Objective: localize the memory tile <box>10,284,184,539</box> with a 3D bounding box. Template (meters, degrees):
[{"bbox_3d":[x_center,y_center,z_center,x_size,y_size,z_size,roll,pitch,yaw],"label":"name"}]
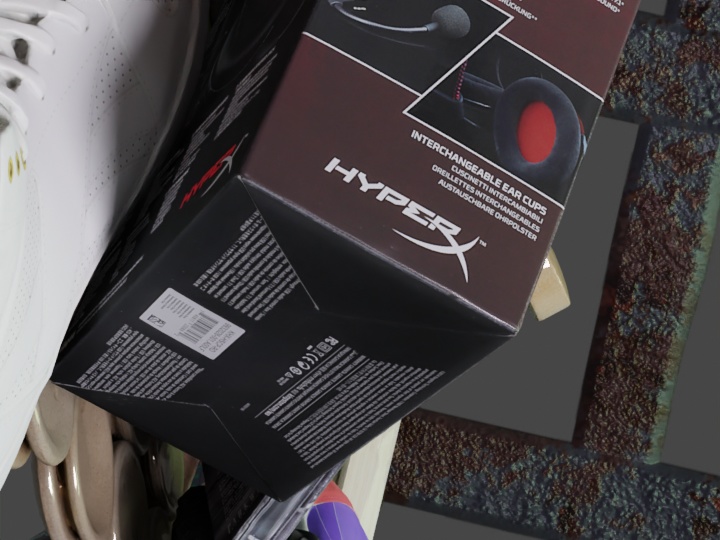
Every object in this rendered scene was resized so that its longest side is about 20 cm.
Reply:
[{"bbox_3d":[-0.078,0.021,0.760,0.200,0.017,0.154,75,11,-60],"label":"memory tile"}]

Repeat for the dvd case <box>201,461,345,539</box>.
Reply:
[{"bbox_3d":[0.000,0.000,0.777,0.149,0.016,0.200,-53,-166,7],"label":"dvd case"}]

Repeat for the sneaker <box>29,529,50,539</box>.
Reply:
[{"bbox_3d":[-0.102,0.175,0.852,0.079,0.075,0.201,-71,172,-69],"label":"sneaker"}]

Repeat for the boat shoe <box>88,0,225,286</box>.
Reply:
[{"bbox_3d":[-0.046,-0.077,0.753,0.072,0.060,0.203,56,32,-75],"label":"boat shoe"}]

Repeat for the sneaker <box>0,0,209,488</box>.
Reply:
[{"bbox_3d":[-0.081,-0.040,0.570,0.116,0.073,0.201,97,8,-73],"label":"sneaker"}]

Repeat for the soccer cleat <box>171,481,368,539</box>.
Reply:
[{"bbox_3d":[-0.020,0.110,0.742,0.068,0.073,0.200,-36,-167,9],"label":"soccer cleat"}]

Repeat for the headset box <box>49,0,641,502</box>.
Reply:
[{"bbox_3d":[0.010,-0.061,0.647,0.149,0.075,0.201,-41,-157,59],"label":"headset box"}]

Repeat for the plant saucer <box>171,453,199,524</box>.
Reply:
[{"bbox_3d":[-0.074,0.007,0.982,0.200,0.036,0.202,13,90,-84],"label":"plant saucer"}]

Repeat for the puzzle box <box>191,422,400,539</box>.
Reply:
[{"bbox_3d":[-0.049,0.123,1.115,0.025,0.133,0.201,35,57,-36],"label":"puzzle box"}]

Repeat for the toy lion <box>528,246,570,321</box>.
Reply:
[{"bbox_3d":[0.001,-0.067,0.988,0.201,0.068,0.192,61,1,-39],"label":"toy lion"}]
